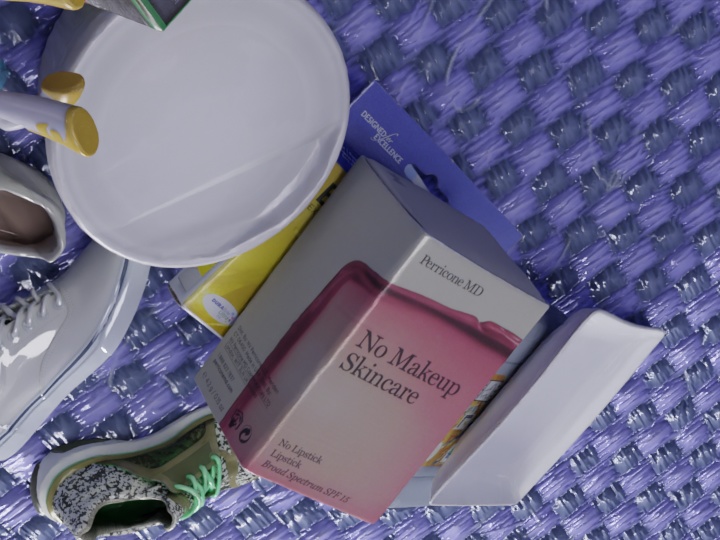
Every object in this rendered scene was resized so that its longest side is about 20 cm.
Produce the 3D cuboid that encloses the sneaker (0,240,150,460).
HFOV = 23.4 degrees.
[{"bbox_3d":[-0.218,0.045,1.168,0.071,0.073,0.200,29,104,-41],"label":"sneaker"}]

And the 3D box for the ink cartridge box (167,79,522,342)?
[{"bbox_3d":[0.000,0.000,1.227,0.200,0.047,0.198,-43,128,7],"label":"ink cartridge box"}]

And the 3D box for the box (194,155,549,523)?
[{"bbox_3d":[0.006,0.049,1.165,0.128,0.109,0.200,28,106,-36],"label":"box"}]

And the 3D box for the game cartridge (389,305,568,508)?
[{"bbox_3d":[0.083,0.107,1.358,0.200,0.042,0.133,-51,152,13],"label":"game cartridge"}]

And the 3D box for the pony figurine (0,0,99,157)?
[{"bbox_3d":[-0.251,-0.135,0.944,0.199,0.167,0.194,-5,123,26],"label":"pony figurine"}]

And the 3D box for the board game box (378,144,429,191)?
[{"bbox_3d":[0.008,0.013,1.291,0.151,0.037,0.200,-38,129,-1],"label":"board game box"}]

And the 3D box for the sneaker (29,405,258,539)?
[{"bbox_3d":[-0.136,0.162,1.276,0.199,0.089,0.077,-15,126,-19],"label":"sneaker"}]

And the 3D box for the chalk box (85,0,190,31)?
[{"bbox_3d":[-0.129,-0.223,0.944,0.124,0.200,0.125,-50,132,-15],"label":"chalk box"}]

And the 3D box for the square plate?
[{"bbox_3d":[0.147,0.108,1.387,0.198,0.028,0.200,-50,156,11],"label":"square plate"}]

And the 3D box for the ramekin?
[{"bbox_3d":[-0.114,-0.110,1.110,0.201,0.094,0.203,-13,125,-20],"label":"ramekin"}]

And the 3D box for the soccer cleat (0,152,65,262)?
[{"bbox_3d":[-0.268,-0.059,1.072,0.199,0.078,0.069,20,109,-35],"label":"soccer cleat"}]
